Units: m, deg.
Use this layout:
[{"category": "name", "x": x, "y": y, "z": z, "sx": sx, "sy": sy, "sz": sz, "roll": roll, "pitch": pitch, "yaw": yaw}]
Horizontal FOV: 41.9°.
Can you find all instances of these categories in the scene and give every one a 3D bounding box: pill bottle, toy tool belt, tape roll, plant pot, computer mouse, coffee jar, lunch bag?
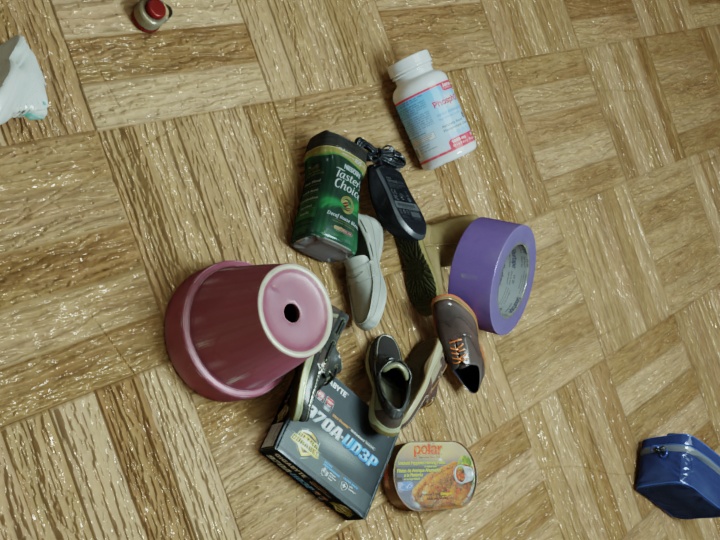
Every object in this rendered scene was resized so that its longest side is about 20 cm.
[{"category": "pill bottle", "x": 0.126, "y": -0.293, "z": 1.714, "sx": 0.109, "sy": 0.108, "sz": 0.201, "roll": -30, "pitch": 98, "yaw": -44}, {"category": "toy tool belt", "x": -0.323, "y": -0.450, "z": 1.338, "sx": 0.125, "sy": 0.122, "sz": 0.201, "roll": -43, "pitch": 107, "yaw": -41}, {"category": "tape roll", "x": 0.238, "y": 0.010, "z": 1.680, "sx": 0.200, "sy": 0.084, "sz": 0.202, "roll": -30, "pitch": 126, "yaw": -51}, {"category": "plant pot", "x": -0.142, "y": 0.072, "z": 1.304, "sx": 0.199, "sy": 0.178, "sz": 0.202, "roll": 15, "pitch": 67, "yaw": -40}, {"category": "computer mouse", "x": 0.051, "y": -0.127, "z": 1.614, "sx": 0.138, "sy": 0.053, "sz": 0.201, "roll": 12, "pitch": 50, "yaw": -51}, {"category": "coffee jar", "x": -0.048, "y": -0.121, "z": 1.516, "sx": 0.104, "sy": 0.085, "sz": 0.201, "roll": 24, "pitch": 61, "yaw": -36}, {"category": "lunch bag", "x": 0.676, "y": 0.423, "z": 1.981, "sx": 0.200, "sy": 0.135, "sz": 0.133, "roll": 37, "pitch": 54, "yaw": -27}]

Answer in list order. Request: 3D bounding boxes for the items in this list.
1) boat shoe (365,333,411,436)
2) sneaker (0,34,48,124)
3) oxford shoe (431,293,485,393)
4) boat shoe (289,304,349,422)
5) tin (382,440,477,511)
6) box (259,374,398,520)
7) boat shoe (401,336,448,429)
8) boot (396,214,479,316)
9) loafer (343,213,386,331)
[{"category": "boat shoe", "x": 0.051, "y": 0.170, "z": 1.487, "sx": 0.073, "sy": 0.065, "sz": 0.201, "roll": 19, "pitch": 38, "yaw": -19}, {"category": "sneaker", "x": -0.428, "y": -0.215, "z": 1.169, "sx": 0.089, "sy": 0.075, "sz": 0.201, "roll": 57, "pitch": 19, "yaw": -35}, {"category": "oxford shoe", "x": 0.173, "y": 0.126, "z": 1.612, "sx": 0.073, "sy": 0.071, "sz": 0.201, "roll": -86, "pitch": 153, "yaw": -52}, {"category": "boat shoe", "x": -0.057, "y": 0.133, "z": 1.378, "sx": 0.066, "sy": 0.072, "sz": 0.202, "roll": 18, "pitch": 53, "yaw": -9}, {"category": "tin", "x": 0.116, "y": 0.339, "z": 1.557, "sx": 0.199, "sy": 0.042, "sz": 0.113, "roll": 9, "pitch": 75, "yaw": -41}, {"category": "box", "x": -0.043, "y": 0.259, "z": 1.427, "sx": 0.200, "sy": 0.046, "sz": 0.160, "roll": 44, "pitch": 51, "yaw": -24}, {"category": "boat shoe", "x": 0.101, "y": 0.199, "z": 1.564, "sx": 0.072, "sy": 0.072, "sz": 0.200, "roll": 57, "pitch": 36, "yaw": -22}, {"category": "boot", "x": 0.165, "y": -0.015, "z": 1.695, "sx": 0.199, "sy": 0.066, "sz": 0.177, "roll": -6, "pitch": 82, "yaw": -45}, {"category": "loafer", "x": 0.000, "y": 0.000, "z": 1.535, "sx": 0.070, "sy": 0.070, "sz": 0.201, "roll": 25, "pitch": 52, "yaw": -42}]
